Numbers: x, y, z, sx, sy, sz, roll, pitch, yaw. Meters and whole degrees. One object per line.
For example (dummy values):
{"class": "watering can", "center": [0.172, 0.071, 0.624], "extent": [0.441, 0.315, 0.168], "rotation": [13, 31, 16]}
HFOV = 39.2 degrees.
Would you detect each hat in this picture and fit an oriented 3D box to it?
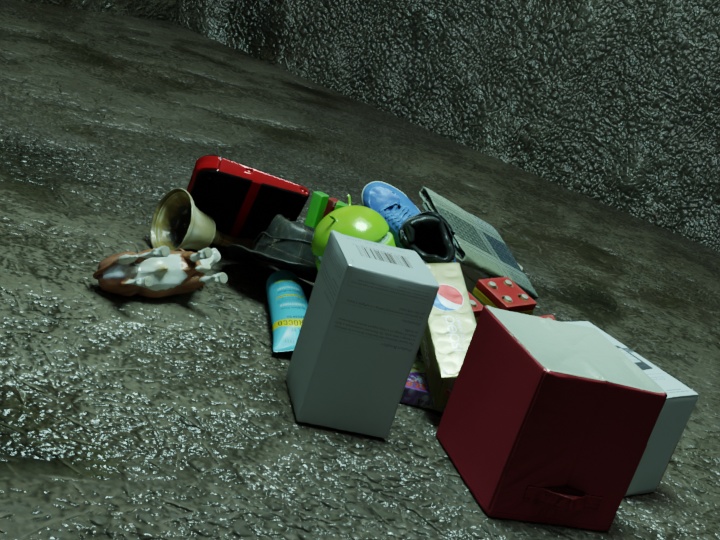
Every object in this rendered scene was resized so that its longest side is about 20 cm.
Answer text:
{"class": "hat", "center": [-0.108, -0.039, 1.531], "extent": [0.198, 0.082, 0.201], "rotation": [15, -6, 1]}

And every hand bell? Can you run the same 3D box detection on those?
{"class": "hand bell", "center": [-0.216, -0.048, 1.575], "extent": [0.199, 0.105, 0.104], "rotation": [20, 12, -44]}

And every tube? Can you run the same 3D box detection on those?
{"class": "tube", "center": [-0.095, 0.064, 1.399], "extent": [0.076, 0.051, 0.200], "rotation": [-5, 26, -11]}

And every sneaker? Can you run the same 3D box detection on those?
{"class": "sneaker", "center": [0.071, -0.070, 1.470], "extent": [0.201, 0.076, 0.111], "rotation": [55, -13, 19]}

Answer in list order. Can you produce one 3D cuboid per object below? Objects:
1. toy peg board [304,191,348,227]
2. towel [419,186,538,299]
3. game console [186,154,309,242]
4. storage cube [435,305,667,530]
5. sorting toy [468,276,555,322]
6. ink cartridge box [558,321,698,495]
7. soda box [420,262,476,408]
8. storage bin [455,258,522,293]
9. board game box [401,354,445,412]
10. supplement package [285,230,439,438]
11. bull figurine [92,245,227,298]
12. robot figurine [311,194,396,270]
{"class": "toy peg board", "center": [0.004, -0.066, 1.811], "extent": [0.199, 0.099, 0.198], "rotation": [30, 20, 31]}
{"class": "towel", "center": [0.187, -0.040, 1.647], "extent": [0.199, 0.035, 0.193], "rotation": [27, 26, -38]}
{"class": "game console", "center": [-0.186, -0.099, 1.576], "extent": [0.175, 0.200, 0.031], "rotation": [15, 59, -13]}
{"class": "storage cube", "center": [0.216, 0.169, 1.174], "extent": [0.169, 0.182, 0.200], "rotation": [12, 17, -21]}
{"class": "sorting toy", "center": [0.203, 0.089, 1.453], "extent": [0.198, 0.070, 0.199], "rotation": [-4, 37, -41]}
{"class": "ink cartridge box", "center": [0.317, 0.175, 1.323], "extent": [0.083, 0.147, 0.200], "rotation": [1, 25, -39]}
{"class": "soda box", "center": [0.114, 0.083, 1.332], "extent": [0.067, 0.064, 0.201], "rotation": [-1, 45, -10]}
{"class": "storage bin", "center": [0.167, -0.008, 1.714], "extent": [0.198, 0.094, 0.200], "rotation": [39, 19, -2]}
{"class": "board game box", "center": [0.051, 0.139, 1.351], "extent": [0.198, 0.033, 0.120], "rotation": [15, 22, -14]}
{"class": "supplement package", "center": [-0.002, 0.075, 1.188], "extent": [0.116, 0.202, 0.117], "rotation": [13, 18, -18]}
{"class": "bull figurine", "center": [-0.254, 0.000, 1.352], "extent": [0.199, 0.066, 0.121], "rotation": [-9, -2, -43]}
{"class": "robot figurine", "center": [0.000, 0.000, 1.418], "extent": [0.114, 0.202, 0.176], "rotation": [-10, 20, 21]}
